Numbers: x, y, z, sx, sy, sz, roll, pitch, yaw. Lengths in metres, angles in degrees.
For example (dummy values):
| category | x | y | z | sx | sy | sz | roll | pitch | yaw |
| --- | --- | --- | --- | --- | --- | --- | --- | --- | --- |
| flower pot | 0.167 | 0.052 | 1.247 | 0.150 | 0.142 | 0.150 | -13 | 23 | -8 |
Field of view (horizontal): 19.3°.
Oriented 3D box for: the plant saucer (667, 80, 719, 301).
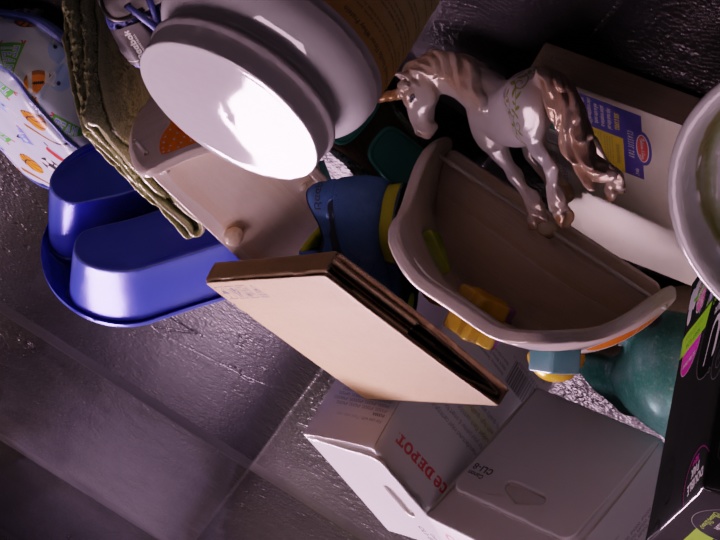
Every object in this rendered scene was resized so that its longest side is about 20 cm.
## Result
| category | x | y | z | sx | sy | sz | roll | pitch | yaw |
| --- | --- | --- | --- | --- | --- | --- | --- | --- | --- |
| plant saucer | 0.284 | -0.047 | 1.262 | 0.199 | 0.050 | 0.201 | 12 | 123 | 19 |

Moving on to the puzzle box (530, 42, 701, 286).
| category | x | y | z | sx | sy | sz | roll | pitch | yaw |
| --- | --- | --- | --- | --- | --- | --- | --- | --- | --- |
| puzzle box | 0.185 | -0.066 | 1.431 | 0.132 | 0.026 | 0.200 | 24 | 156 | 22 |

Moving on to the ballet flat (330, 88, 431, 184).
| category | x | y | z | sx | sy | sz | roll | pitch | yaw |
| --- | --- | --- | --- | --- | --- | --- | --- | --- | --- |
| ballet flat | -0.007 | -0.109 | 1.536 | 0.074 | 0.074 | 0.200 | 5 | 142 | 46 |

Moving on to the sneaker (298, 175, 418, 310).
| category | x | y | z | sx | sy | sz | roll | pitch | yaw |
| --- | --- | --- | --- | --- | --- | --- | --- | --- | --- |
| sneaker | 0.000 | 0.000 | 1.547 | 0.078 | 0.066 | 0.201 | 6 | 144 | 11 |

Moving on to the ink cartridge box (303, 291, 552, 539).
| category | x | y | z | sx | sy | sz | roll | pitch | yaw |
| --- | --- | --- | --- | --- | --- | --- | --- | --- | --- |
| ink cartridge box | 0.063 | 0.096 | 1.681 | 0.083 | 0.201 | 0.145 | 7 | 147 | 44 |

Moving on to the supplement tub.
| category | x | y | z | sx | sy | sz | roll | pitch | yaw |
| --- | --- | --- | --- | --- | --- | --- | --- | --- | --- |
| supplement tub | -0.031 | -0.170 | 1.268 | 0.144 | 0.201 | 0.145 | 25 | 156 | 12 |

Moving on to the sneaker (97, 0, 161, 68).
| category | x | y | z | sx | sy | sz | roll | pitch | yaw |
| --- | --- | --- | --- | --- | --- | --- | --- | --- | --- |
| sneaker | -0.109 | -0.187 | 1.439 | 0.198 | 0.116 | 0.081 | 9 | 149 | 42 |

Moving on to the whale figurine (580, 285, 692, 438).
| category | x | y | z | sx | sy | sz | roll | pitch | yaw |
| --- | --- | --- | --- | --- | --- | --- | --- | --- | --- |
| whale figurine | 0.232 | 0.087 | 1.575 | 0.159 | 0.104 | 0.200 | 40 | 154 | -19 |

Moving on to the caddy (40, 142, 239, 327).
| category | x | y | z | sx | sy | sz | roll | pitch | yaw |
| --- | --- | --- | --- | --- | --- | --- | --- | --- | --- |
| caddy | -0.163 | -0.035 | 1.718 | 0.105 | 0.199 | 0.142 | 95 | 155 | -60 |

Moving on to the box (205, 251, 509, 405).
| category | x | y | z | sx | sy | sz | roll | pitch | yaw |
| --- | --- | --- | --- | --- | --- | --- | --- | --- | --- |
| box | -0.006 | 0.043 | 1.498 | 0.163 | 0.021 | 0.200 | 37 | 162 | -22 |

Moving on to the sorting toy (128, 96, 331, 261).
| category | x | y | z | sx | sy | sz | roll | pitch | yaw |
| --- | --- | --- | --- | --- | --- | --- | --- | --- | --- |
| sorting toy | -0.091 | -0.096 | 1.581 | 0.200 | 0.107 | 0.180 | 45 | -170 | -42 |

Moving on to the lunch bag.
| category | x | y | z | sx | sy | sz | roll | pitch | yaw |
| --- | --- | --- | --- | --- | --- | --- | --- | --- | --- |
| lunch bag | -0.278 | -0.146 | 1.782 | 0.159 | 0.076 | 0.200 | 13 | 151 | 42 |

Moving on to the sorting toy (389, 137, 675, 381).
| category | x | y | z | sx | sy | sz | roll | pitch | yaw |
| --- | --- | --- | --- | --- | --- | --- | --- | --- | --- |
| sorting toy | 0.090 | 0.008 | 1.418 | 0.199 | 0.107 | 0.180 | 34 | -167 | 13 |

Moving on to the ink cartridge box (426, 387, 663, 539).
| category | x | y | z | sx | sy | sz | roll | pitch | yaw |
| --- | --- | --- | --- | --- | --- | --- | --- | --- | --- |
| ink cartridge box | 0.177 | 0.221 | 1.644 | 0.145 | 0.145 | 0.201 | 20 | 151 | 47 |

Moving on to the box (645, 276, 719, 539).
| category | x | y | z | sx | sy | sz | roll | pitch | yaw |
| --- | --- | --- | --- | --- | --- | --- | --- | --- | --- |
| box | 0.274 | 0.086 | 1.373 | 0.123 | 0.201 | 0.149 | 14 | 157 | -1 |

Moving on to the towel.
| category | x | y | z | sx | sy | sz | roll | pitch | yaw |
| --- | --- | --- | --- | --- | --- | --- | --- | --- | --- |
| towel | -0.169 | -0.122 | 1.600 | 0.149 | 0.036 | 0.201 | 49 | -165 | -37 |

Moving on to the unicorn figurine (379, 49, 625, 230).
| category | x | y | z | sx | sy | sz | roll | pitch | yaw |
| --- | --- | --- | --- | --- | --- | --- | --- | --- | --- |
| unicorn figurine | 0.097 | -0.093 | 1.384 | 0.200 | 0.074 | 0.138 | -20 | 105 | 55 |
